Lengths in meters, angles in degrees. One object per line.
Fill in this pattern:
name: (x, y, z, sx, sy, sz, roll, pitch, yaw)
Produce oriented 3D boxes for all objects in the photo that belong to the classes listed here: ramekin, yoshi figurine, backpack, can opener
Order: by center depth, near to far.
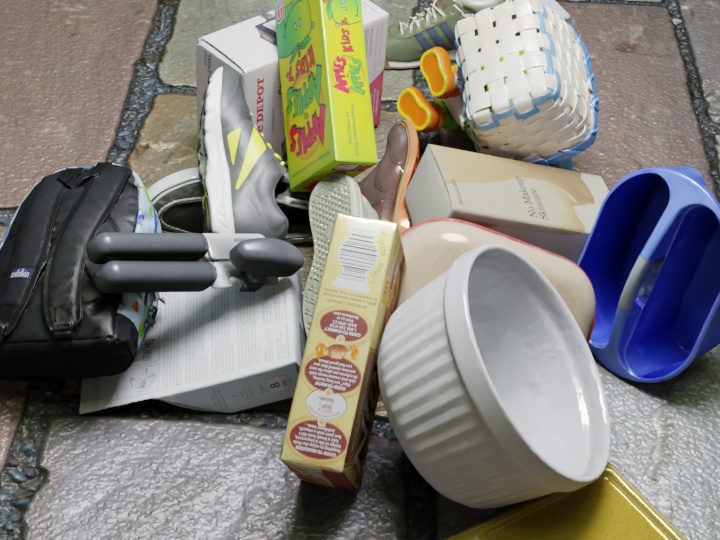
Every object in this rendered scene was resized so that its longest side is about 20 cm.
ramekin: (0.101, 0.090, 1.085, 0.104, 0.200, 0.201, -28, 29, 29)
can opener: (-0.140, -0.013, 1.184, 0.198, 0.066, 0.053, -2, 64, -42)
backpack: (-0.250, -0.001, 1.226, 0.161, 0.154, 0.203, -6, 65, 15)
yoshi figurine: (0.132, -0.210, 1.530, 0.198, 0.114, 0.112, -5, 9, -40)

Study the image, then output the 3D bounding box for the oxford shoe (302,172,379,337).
oxford shoe: (-0.012, 0.001, 1.260, 0.074, 0.058, 0.202, -21, 48, 24)

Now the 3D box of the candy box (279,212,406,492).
candy box: (-0.010, 0.069, 1.110, 0.055, 0.116, 0.203, 11, 75, 10)

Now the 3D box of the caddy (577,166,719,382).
caddy: (0.269, 0.002, 1.229, 0.104, 0.202, 0.141, -15, 43, -43)

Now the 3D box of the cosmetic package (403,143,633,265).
cosmetic package: (0.151, -0.050, 1.327, 0.197, 0.072, 0.106, 8, 39, -23)

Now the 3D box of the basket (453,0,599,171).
basket: (0.175, -0.175, 1.406, 0.138, 0.200, 0.178, -20, 57, 25)

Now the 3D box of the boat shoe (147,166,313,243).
boat shoe: (-0.117, -0.059, 1.361, 0.197, 0.071, 0.064, -4, 39, -12)

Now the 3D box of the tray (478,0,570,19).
tray: (0.180, -0.361, 1.784, 0.106, 0.022, 0.201, -13, 43, -18)

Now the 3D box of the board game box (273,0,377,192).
board game box: (-0.036, -0.187, 1.340, 0.047, 0.101, 0.203, 1, 76, -29)

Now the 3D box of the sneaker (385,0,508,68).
sneaker: (0.094, -0.298, 1.648, 0.197, 0.091, 0.068, -3, 41, -7)

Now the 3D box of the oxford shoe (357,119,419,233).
oxford shoe: (0.024, -0.089, 1.411, 0.072, 0.072, 0.201, 2, 40, 5)

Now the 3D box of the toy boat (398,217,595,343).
toy boat: (0.107, 0.032, 1.245, 0.198, 0.132, 0.131, 20, -2, -5)

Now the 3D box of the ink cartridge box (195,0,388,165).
ink cartridge box: (-0.073, -0.201, 1.475, 0.199, 0.146, 0.084, -27, 49, -32)

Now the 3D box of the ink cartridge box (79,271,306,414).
ink cartridge box: (-0.148, 0.064, 1.248, 0.197, 0.057, 0.164, -17, 40, 8)

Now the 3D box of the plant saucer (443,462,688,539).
plant saucer: (0.179, 0.234, 1.053, 0.198, 0.049, 0.200, -21, 46, -27)

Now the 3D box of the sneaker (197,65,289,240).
sneaker: (-0.112, -0.102, 1.320, 0.083, 0.075, 0.203, 1, 67, -13)
